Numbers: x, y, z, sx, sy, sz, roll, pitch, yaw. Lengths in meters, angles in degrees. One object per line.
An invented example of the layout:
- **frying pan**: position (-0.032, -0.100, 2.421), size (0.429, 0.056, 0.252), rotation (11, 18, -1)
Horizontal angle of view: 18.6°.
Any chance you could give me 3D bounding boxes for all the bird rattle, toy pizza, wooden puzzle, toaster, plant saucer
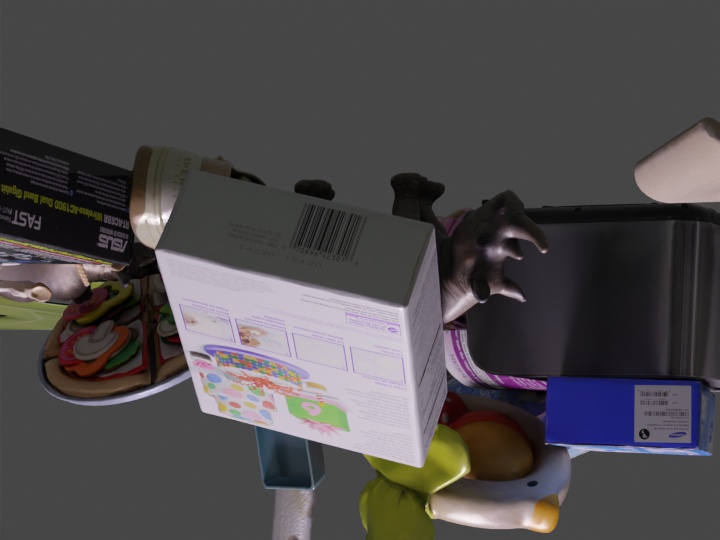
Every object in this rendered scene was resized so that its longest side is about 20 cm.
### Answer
- **bird rattle**: position (0.056, 0.122, 1.445), size (0.162, 0.113, 0.200), rotation (12, -161, -1)
- **toy pizza**: position (-0.169, 0.034, 1.746), size (0.199, 0.032, 0.201), rotation (-18, -150, 11)
- **wooden puzzle**: position (0.260, -0.042, 1.178), size (0.199, 0.047, 0.185), rotation (3, 175, -5)
- **toaster**: position (0.188, 0.017, 1.462), size (0.199, 0.120, 0.180), rotation (-1, 174, 32)
- **plant saucer**: position (-0.058, 0.050, 1.515), size (0.019, 0.201, 0.070), rotation (-10, -178, -33)

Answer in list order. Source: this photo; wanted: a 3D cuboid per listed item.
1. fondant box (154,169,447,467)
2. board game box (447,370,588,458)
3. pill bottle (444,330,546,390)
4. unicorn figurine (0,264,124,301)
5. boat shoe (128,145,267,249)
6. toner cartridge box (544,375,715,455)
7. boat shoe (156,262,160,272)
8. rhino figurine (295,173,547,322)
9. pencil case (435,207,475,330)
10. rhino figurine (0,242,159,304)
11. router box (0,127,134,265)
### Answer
- **fondant box**: position (-0.029, 0.031, 1.262), size (0.143, 0.059, 0.200), rotation (13, 151, 12)
- **board game box**: position (0.171, 0.092, 1.833), size (0.198, 0.044, 0.200), rotation (-23, -161, 6)
- **pill bottle**: position (0.160, 0.040, 1.745), size (0.112, 0.113, 0.199), rotation (7, 174, -40)
- **unicorn figurine**: position (-0.221, -0.020, 1.499), size (0.199, 0.074, 0.137), rotation (3, -174, -44)
- **boat shoe**: position (-0.088, -0.031, 1.338), size (0.065, 0.073, 0.200), rotation (3, 169, 8)
- **toner cartridge box**: position (0.175, 0.094, 1.407), size (0.094, 0.043, 0.200), rotation (3, 175, 12)
- **boat shoe**: position (-0.073, -0.001, 1.677), size (0.065, 0.072, 0.199), rotation (15, -173, 37)
- **rhino figurine**: position (0.031, -0.011, 1.311), size (0.199, 0.088, 0.060), rotation (-2, 174, 39)
- **pencil case**: position (0.000, 0.000, 1.538), size (0.199, 0.083, 0.086), rotation (-2, -170, 36)
- **rhino figurine**: position (-0.234, -0.004, 1.734), size (0.199, 0.060, 0.087), rotation (-1, 172, 18)
- **router box**: position (-0.243, -0.044, 1.299), size (0.149, 0.063, 0.200), rotation (1, 175, 22)
